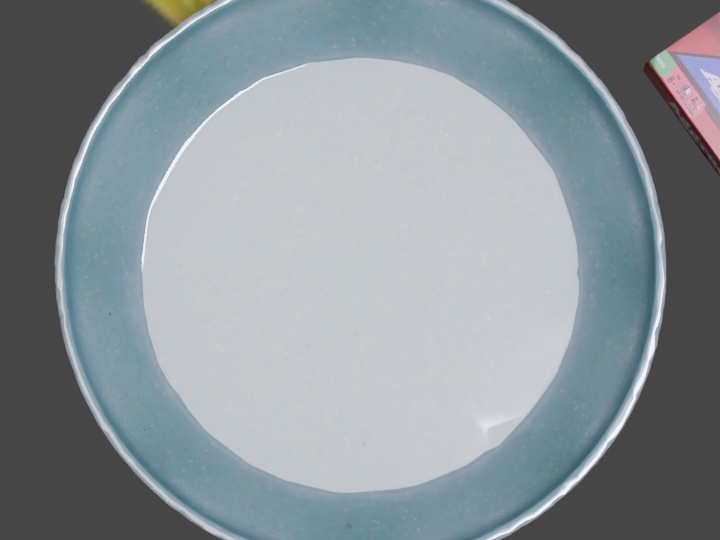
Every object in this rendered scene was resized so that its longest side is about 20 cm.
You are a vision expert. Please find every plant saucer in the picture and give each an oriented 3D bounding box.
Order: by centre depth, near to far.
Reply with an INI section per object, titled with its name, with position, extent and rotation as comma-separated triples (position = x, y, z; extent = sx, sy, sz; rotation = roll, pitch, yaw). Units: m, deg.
[plant saucer]
position = 0.000, 0.000, 0.962
extent = 0.200, 0.036, 0.200
rotation = 0, 83, -1

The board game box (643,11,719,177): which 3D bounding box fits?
[board game box]
position = 0.195, -0.017, 0.974
extent = 0.103, 0.019, 0.200
rotation = -35, 85, -5
